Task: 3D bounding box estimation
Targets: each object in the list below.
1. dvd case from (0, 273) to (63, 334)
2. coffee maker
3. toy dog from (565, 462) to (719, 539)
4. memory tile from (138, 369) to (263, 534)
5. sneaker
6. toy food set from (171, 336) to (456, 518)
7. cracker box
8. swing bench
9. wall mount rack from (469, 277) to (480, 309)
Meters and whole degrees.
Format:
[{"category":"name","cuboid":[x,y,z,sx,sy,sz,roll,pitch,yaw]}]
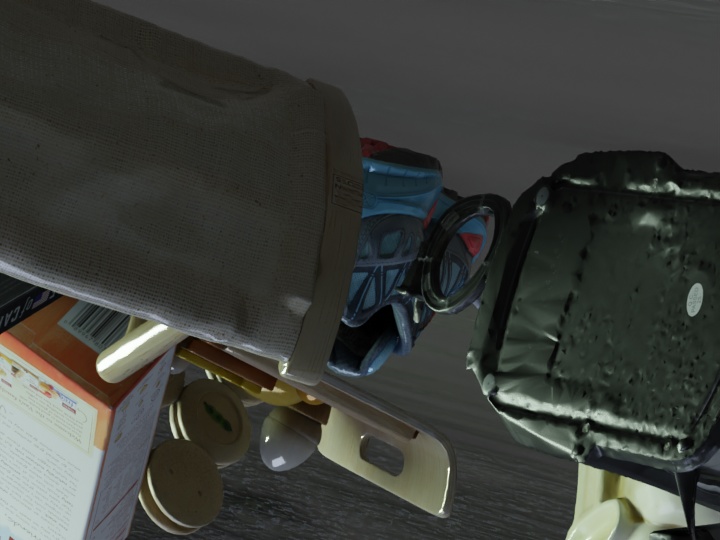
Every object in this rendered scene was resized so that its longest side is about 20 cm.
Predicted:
[{"category":"dvd case","cuboid":[-0.221,-0.040,1.141,0.199,0.025,0.150,32,-149,14]},{"category":"coffee maker","cuboid":[0.154,0.032,0.987,0.199,0.135,0.192,22,-165,-37]},{"category":"toy dog","cuboid":[0.264,0.154,1.806,0.199,0.140,0.194,20,137,-20]},{"category":"memory tile","cuboid":[-0.131,0.033,1.384,0.200,0.154,0.017,45,133,-17]},{"category":"sneaker","cuboid":[0.000,0.000,1.151,0.079,0.096,0.200,16,174,15]},{"category":"toy food set","cuboid":[-0.059,0.065,1.332,0.199,0.061,0.143,28,177,-30]},{"category":"cracker box","cuboid":[-0.168,0.063,1.260,0.134,0.058,0.200,35,145,10]},{"category":"swing bench","cuboid":[-0.124,-0.044,0.972,0.198,0.131,0.200,20,168,-26]},{"category":"wall mount rack","cuboid":[0.031,0.020,1.376,0.173,0.075,0.200,6,173,14]}]
